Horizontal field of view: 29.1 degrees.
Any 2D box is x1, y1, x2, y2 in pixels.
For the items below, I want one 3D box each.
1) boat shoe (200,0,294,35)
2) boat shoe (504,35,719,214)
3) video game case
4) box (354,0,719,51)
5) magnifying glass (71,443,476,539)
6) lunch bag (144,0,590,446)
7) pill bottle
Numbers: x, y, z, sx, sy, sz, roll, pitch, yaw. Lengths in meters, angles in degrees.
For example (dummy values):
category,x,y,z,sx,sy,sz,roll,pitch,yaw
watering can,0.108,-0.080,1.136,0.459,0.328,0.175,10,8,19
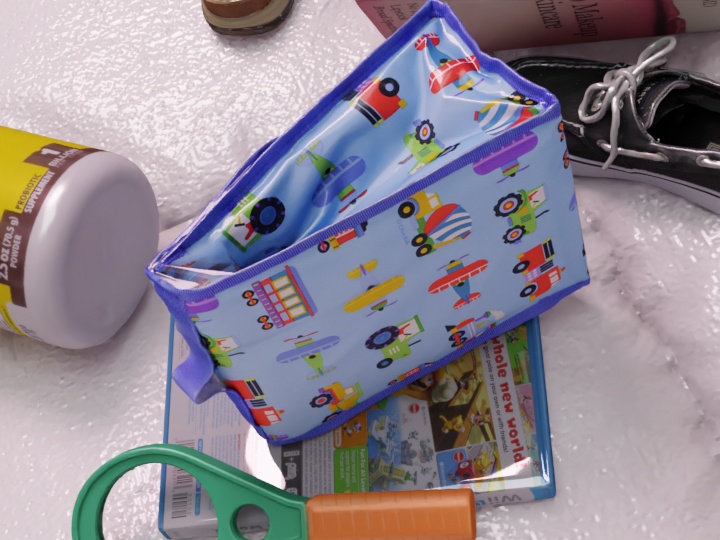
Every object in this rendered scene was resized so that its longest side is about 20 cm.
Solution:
category,x,y,z,sx,sy,sz,roll,pitch,yaw
boat shoe,-0.067,-0.246,0.889,0.075,0.074,0.201,-4,59,13
boat shoe,0.150,-0.081,0.730,0.199,0.068,0.074,28,70,29
video game case,-0.005,0.060,0.719,0.199,0.018,0.144,-8,57,11
box,0.104,-0.190,0.758,0.199,0.128,0.109,-3,83,14
magnifying glass,-0.044,0.122,0.674,0.199,0.022,0.080,-4,88,13
lunch bag,0.000,0.000,0.652,0.200,0.151,0.094,-38,57,-9
pill bottle,-0.221,-0.030,0.780,0.199,0.109,0.109,14,64,23
